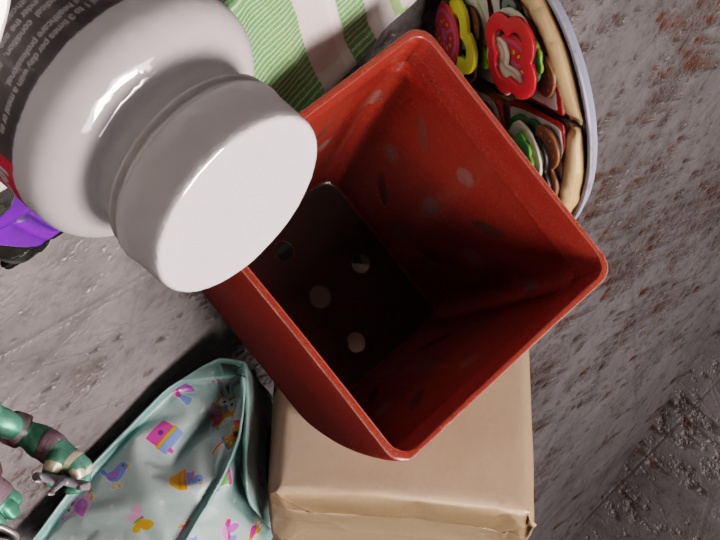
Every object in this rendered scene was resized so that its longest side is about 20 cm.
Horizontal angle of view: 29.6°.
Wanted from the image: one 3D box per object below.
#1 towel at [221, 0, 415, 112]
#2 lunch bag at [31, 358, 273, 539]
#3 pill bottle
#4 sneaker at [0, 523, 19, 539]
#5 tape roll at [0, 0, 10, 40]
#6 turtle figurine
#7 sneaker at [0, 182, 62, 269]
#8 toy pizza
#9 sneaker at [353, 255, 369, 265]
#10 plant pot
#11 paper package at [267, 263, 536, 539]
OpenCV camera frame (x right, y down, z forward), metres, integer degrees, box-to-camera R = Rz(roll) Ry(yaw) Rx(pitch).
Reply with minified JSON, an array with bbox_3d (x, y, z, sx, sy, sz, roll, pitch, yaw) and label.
[{"bbox_3d":[-0.019,-0.164,0.837,0.200,0.023,0.153,-46,157,-11],"label":"towel"},{"bbox_3d":[-0.125,0.172,1.040,0.200,0.122,0.170,-54,157,-13],"label":"lunch bag"},{"bbox_3d":[-0.114,-0.083,0.545,0.111,0.200,0.111,-40,155,-23],"label":"pill bottle"},{"bbox_3d":[-0.213,0.191,0.755,0.146,0.077,0.202,-20,159,26],"label":"sneaker"},{"bbox_3d":[-0.212,-0.102,0.425,0.203,0.037,0.203,-14,127,-20],"label":"tape roll"},{"bbox_3d":[-0.227,0.105,0.755,0.150,0.101,0.200,-6,154,-24],"label":"turtle figurine"},{"bbox_3d":[-0.158,-0.053,0.698,0.200,0.070,0.100,-24,153,-40],"label":"sneaker"},{"bbox_3d":[0.094,-0.119,0.911,0.032,0.200,0.200,-18,147,-18],"label":"toy pizza"},{"bbox_3d":[0.029,-0.005,1.123,0.078,0.079,0.200,-50,134,-17],"label":"sneaker"},{"bbox_3d":[0.000,0.000,0.898,0.200,0.200,0.176,-40,-178,-26],"label":"plant pot"},{"bbox_3d":[0.029,0.105,1.022,0.104,0.190,0.200,103,-9,-57],"label":"paper package"}]
